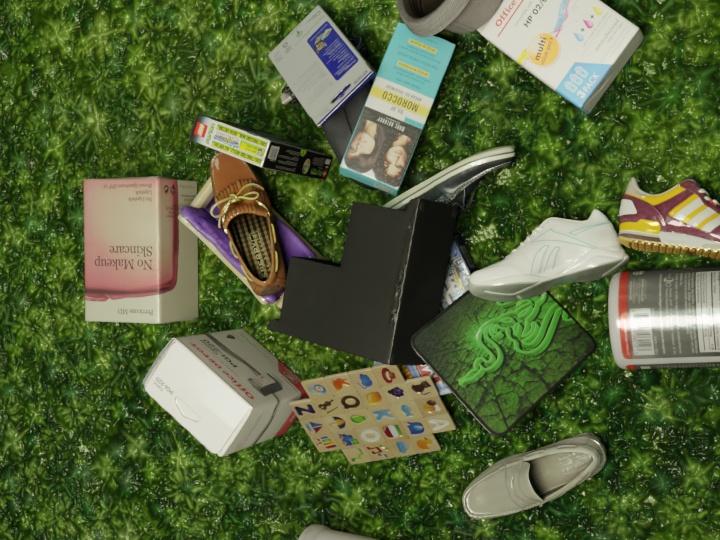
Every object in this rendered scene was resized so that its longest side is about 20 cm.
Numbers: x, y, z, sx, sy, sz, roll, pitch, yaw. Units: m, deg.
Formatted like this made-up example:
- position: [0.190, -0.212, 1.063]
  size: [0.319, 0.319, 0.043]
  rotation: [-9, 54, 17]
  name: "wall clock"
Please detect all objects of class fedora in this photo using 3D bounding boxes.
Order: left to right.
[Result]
- position: [0.124, -0.373, 1.314]
  size: [0.176, 0.090, 0.202]
  rotation: [-29, 52, 48]
  name: "fedora"

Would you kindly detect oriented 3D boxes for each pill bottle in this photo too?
- position: [0.392, 0.053, 1.228]
  size: [0.198, 0.116, 0.117]
  rotation: [-4, 91, 21]
  name: "pill bottle"

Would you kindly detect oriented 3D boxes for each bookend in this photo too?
- position: [0.000, 0.000, 1.336]
  size: [0.199, 0.092, 0.201]
  rotation: [12, 93, 36]
  name: "bookend"

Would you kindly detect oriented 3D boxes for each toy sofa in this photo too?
- position: [-0.145, -0.045, 1.444]
  size: [0.200, 0.097, 0.083]
  rotation: [44, 106, 15]
  name: "toy sofa"

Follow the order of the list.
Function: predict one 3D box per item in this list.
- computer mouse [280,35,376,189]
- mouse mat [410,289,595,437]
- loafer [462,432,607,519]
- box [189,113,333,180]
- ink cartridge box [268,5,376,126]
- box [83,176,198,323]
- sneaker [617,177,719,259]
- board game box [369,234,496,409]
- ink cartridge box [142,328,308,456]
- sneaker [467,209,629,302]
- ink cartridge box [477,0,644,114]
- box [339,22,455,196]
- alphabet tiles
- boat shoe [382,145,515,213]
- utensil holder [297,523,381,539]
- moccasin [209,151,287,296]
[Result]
- position: [-0.017, -0.199, 1.412]
  size: [0.138, 0.053, 0.201]
  rotation: [-32, 81, 18]
  name: "computer mouse"
- position: [0.176, 0.089, 1.297]
  size: [0.161, 0.200, 0.008]
  rotation: [47, 150, 12]
  name: "mouse mat"
- position: [0.211, 0.259, 1.329]
  size: [0.199, 0.070, 0.070]
  rotation: [-31, 81, 19]
  name: "loafer"
- position: [-0.123, -0.157, 1.376]
  size: [0.109, 0.200, 0.035]
  rotation: [22, 98, 20]
  name: "box"
- position: [-0.045, -0.256, 1.370]
  size: [0.099, 0.039, 0.201]
  rotation: [-41, 42, 10]
  name: "ink cartridge box"
- position: [-0.308, -0.029, 1.502]
  size: [0.127, 0.109, 0.202]
  rotation: [0, 92, 21]
  name: "box"
- position: [0.403, -0.063, 1.242]
  size: [0.198, 0.075, 0.091]
  rotation: [7, 85, 14]
  name: "sneaker"
- position: [0.081, 0.088, 1.380]
  size: [0.199, 0.062, 0.201]
  rotation: [-29, 82, 19]
  name: "board game box"
- position: [-0.171, 0.155, 1.405]
  size: [0.145, 0.200, 0.085]
  rotation: [39, 104, 15]
  name: "ink cartridge box"
- position: [0.222, -0.016, 1.305]
  size: [0.198, 0.071, 0.081]
  rotation: [-15, 72, -4]
  name: "sneaker"
- position: [0.230, -0.299, 1.304]
  size: [0.200, 0.068, 0.116]
  rotation: [40, 105, 16]
  name: "ink cartridge box"
- position: [0.046, -0.204, 1.353]
  size: [0.082, 0.049, 0.202]
  rotation: [21, 85, 2]
  name: "box"
- position: [0.015, 0.188, 1.382]
  size: [0.198, 0.006, 0.167]
  rotation: [-13, 127, 21]
  name: "alphabet tiles"
- position: [0.115, -0.098, 1.356]
  size: [0.199, 0.075, 0.063]
  rotation: [-30, 89, 22]
  name: "boat shoe"
- position: [0.016, 0.429, 1.361]
  size: [0.198, 0.170, 0.172]
  rotation: [8, 95, 19]
  name: "utensil holder"
- position: [-0.150, -0.066, 1.376]
  size: [0.073, 0.078, 0.203]
  rotation: [-15, 73, 1]
  name: "moccasin"
